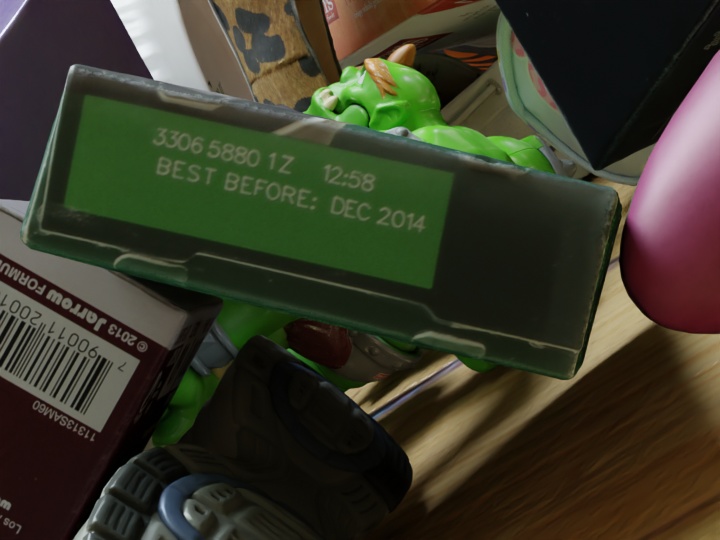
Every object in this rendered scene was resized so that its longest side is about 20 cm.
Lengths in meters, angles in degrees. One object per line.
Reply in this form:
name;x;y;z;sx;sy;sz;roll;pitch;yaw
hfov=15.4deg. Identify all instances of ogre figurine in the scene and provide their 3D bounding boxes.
ogre figurine;0.000;0.000;0.822;0.120;0.098;0.200;-37;-32;20

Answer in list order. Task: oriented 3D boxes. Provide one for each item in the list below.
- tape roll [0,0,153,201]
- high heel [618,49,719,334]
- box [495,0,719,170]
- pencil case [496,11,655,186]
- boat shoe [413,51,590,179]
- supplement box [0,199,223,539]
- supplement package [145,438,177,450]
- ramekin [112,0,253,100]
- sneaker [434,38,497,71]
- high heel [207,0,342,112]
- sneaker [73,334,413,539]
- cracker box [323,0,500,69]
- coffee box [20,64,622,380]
tape roll;-0.169;-0.044;0.852;0.199;0.085;0.200;-17;38;14
high heel;0.143;-0.057;0.576;0.200;0.067;0.096;-40;3;-18
box;0.130;-0.134;0.648;0.182;0.104;0.200;-27;-11;-15
pencil case;0.131;-0.112;0.906;0.091;0.083;0.200;-1;34;47
boat shoe;0.037;-0.056;1.060;0.071;0.070;0.200;-42;9;-23
supplement box;-0.111;0.082;0.683;0.200;0.061;0.109;-61;-1;2
supplement package;-0.154;0.039;0.910;0.199;0.114;0.110;-1;43;31
ramekin;-0.084;-0.039;1.103;0.094;0.203;0.202;-24;10;7
sneaker;0.027;-0.093;1.159;0.200;0.078;0.112;9;-42;-46
high heel;0.002;-0.088;0.967;0.200;0.142;0.071;-65;-13;14
sneaker;-0.040;0.085;0.672;0.087;0.074;0.200;-50;-2;16
cracker box;0.090;-0.134;1.033;0.199;0.058;0.134;-13;-4;-25
coffee box;0.000;-0.009;0.636;0.200;0.123;0.044;13;-89;-83
